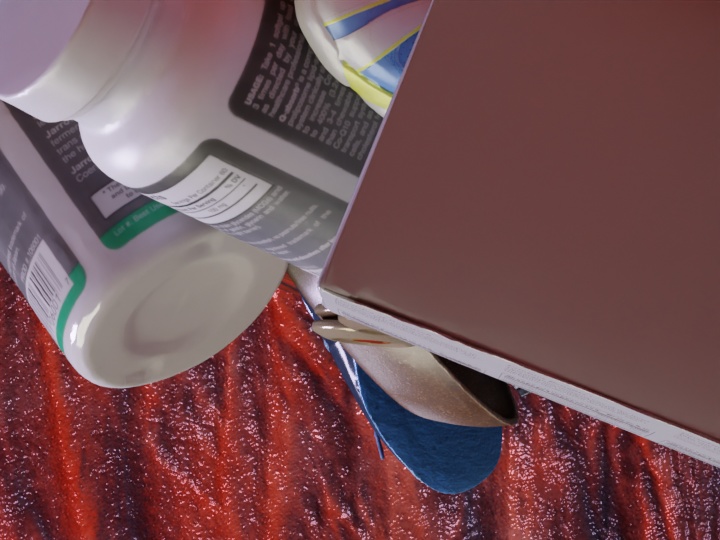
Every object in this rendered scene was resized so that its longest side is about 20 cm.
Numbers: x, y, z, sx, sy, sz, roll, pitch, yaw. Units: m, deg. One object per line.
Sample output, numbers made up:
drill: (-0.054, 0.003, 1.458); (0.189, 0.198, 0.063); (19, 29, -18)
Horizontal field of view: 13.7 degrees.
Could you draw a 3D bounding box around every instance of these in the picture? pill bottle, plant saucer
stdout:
pill bottle: (-0.042, -0.073, 1.217); (0.200, 0.116, 0.116); (26, 174, -28)
plant saucer: (0.000, 0.000, 1.396); (0.200, 0.037, 0.200); (52, -171, -12)
pill bottle: (-0.127, -0.055, 1.336); (0.200, 0.113, 0.113); (53, -170, 26)

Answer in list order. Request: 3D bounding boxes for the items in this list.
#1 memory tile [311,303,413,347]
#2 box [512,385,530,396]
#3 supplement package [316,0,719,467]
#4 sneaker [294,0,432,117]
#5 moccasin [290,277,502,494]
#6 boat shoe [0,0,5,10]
memory tile: (0.087, 0.029, 1.234); (0.200, 0.017, 0.153); (6, 174, -14)
box: (0.042, -0.024, 1.571); (0.200, 0.048, 0.193); (48, 173, 1)
supplement package: (0.105, -0.024, 1.071); (0.200, 0.156, 0.111); (22, 176, 2)
sneaker: (0.076, -0.085, 1.165); (0.200, 0.076, 0.105); (25, 156, -28)
moccasin: (0.014, 0.018, 1.531); (0.200, 0.080, 0.068); (64, 175, -11)
boat shoe: (-0.136, -0.128, 1.263); (0.200, 0.072, 0.076); (26, -174, -37)
